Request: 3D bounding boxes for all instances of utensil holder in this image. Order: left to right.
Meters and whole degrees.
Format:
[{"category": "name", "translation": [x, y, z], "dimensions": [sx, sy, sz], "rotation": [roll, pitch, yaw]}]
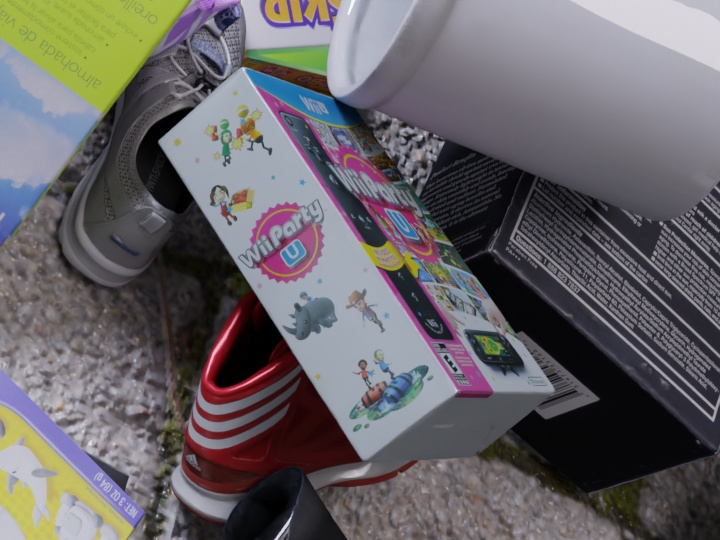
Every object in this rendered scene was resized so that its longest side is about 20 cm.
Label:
[{"category": "utensil holder", "translation": [0.106, -0.133, 1.191], "dimensions": [0.200, 0.170, 0.170], "rotation": [23, 59, -15]}]

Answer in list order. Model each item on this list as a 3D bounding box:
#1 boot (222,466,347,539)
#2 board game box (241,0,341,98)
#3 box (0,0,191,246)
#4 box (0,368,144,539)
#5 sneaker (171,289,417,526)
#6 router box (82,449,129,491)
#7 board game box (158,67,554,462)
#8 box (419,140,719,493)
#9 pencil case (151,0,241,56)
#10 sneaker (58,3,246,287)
[{"category": "boot", "translation": [0.006, 0.178, 1.175], "dimensions": [0.200, 0.066, 0.165], "rotation": [50, 49, -25]}, {"category": "board game box", "translation": [-0.044, -0.191, 1.322], "dimensions": [0.095, 0.030, 0.200], "rotation": [10, 70, -39]}, {"category": "box", "translation": [-0.177, -0.113, 1.086], "dimensions": [0.122, 0.200, 0.048], "rotation": [36, 10, -13]}, {"category": "box", "translation": [-0.194, 0.144, 0.974], "dimensions": [0.117, 0.048, 0.200], "rotation": [47, 50, -16]}, {"category": "sneaker", "translation": [-0.011, 0.056, 1.182], "dimensions": [0.078, 0.116, 0.200], "rotation": [33, 39, 27]}, {"category": "router box", "translation": [-0.219, 0.128, 1.027], "dimensions": [0.200, 0.052, 0.157], "rotation": [33, 54, -27]}, {"category": "board game box", "translation": [0.000, 0.000, 1.128], "dimensions": [0.200, 0.064, 0.148], "rotation": [55, 16, 17]}, {"category": "box", "translation": [0.140, -0.006, 1.341], "dimensions": [0.200, 0.123, 0.199], "rotation": [41, 52, -20]}, {"category": "pencil case", "translation": [-0.143, -0.201, 1.142], "dimensions": [0.084, 0.085, 0.200], "rotation": [-36, 95, -40]}, {"category": "sneaker", "translation": [-0.094, -0.083, 1.196], "dimensions": [0.075, 0.082, 0.200], "rotation": [32, 55, -28]}]
